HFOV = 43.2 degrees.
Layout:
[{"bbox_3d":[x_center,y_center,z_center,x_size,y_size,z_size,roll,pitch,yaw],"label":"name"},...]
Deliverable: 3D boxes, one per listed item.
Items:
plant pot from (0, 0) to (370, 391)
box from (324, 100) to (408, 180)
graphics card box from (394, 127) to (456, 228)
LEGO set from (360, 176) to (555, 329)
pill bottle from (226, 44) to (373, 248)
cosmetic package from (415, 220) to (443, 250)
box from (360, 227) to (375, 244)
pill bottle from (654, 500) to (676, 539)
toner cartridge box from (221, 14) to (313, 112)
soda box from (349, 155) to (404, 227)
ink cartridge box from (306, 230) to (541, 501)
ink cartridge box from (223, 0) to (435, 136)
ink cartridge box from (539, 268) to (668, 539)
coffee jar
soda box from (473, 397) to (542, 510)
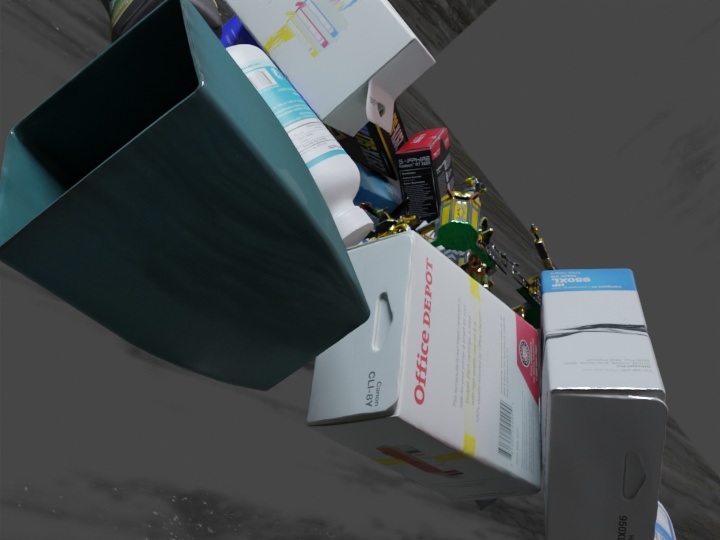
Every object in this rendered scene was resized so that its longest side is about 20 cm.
[{"bbox_3d":[-0.091,-0.029,0.553,0.200,0.141,0.141,46,13,-36],"label":"plant pot"},{"bbox_3d":[-0.026,-0.193,1.129,0.160,0.049,0.200,24,-10,15],"label":"box"},{"bbox_3d":[0.093,-0.070,1.153,0.125,0.051,0.200,-55,136,-66],"label":"graphics card box"},{"bbox_3d":[0.102,-0.018,0.876,0.200,0.154,0.116,33,43,-24],"label":"LEGO set"},{"bbox_3d":[-0.076,-0.096,0.820,0.200,0.111,0.111,52,14,9],"label":"pill bottle"},{"bbox_3d":[0.109,0.045,1.071,0.200,0.083,0.051,48,16,-2],"label":"cosmetic package"},{"bbox_3d":[0.000,0.000,0.931,0.117,0.048,0.200,41,18,-29],"label":"box"},{"bbox_3d":[0.229,0.255,0.821,0.112,0.112,0.200,50,14,5],"label":"pill bottle"},{"bbox_3d":[-0.120,-0.190,0.966,0.043,0.095,0.200,35,20,-44],"label":"toner cartridge box"},{"bbox_3d":[-0.005,-0.090,1.117,0.068,0.064,0.200,55,14,21],"label":"soda box"},{"bbox_3d":[0.057,0.080,0.703,0.200,0.083,0.145,36,50,-43],"label":"ink cartridge box"},{"bbox_3d":[-0.022,-0.242,0.949,0.200,0.125,0.129,51,13,7],"label":"ink cartridge box"},{"bbox_3d":[0.190,0.105,0.745,0.200,0.084,0.145,-71,159,-63],"label":"ink cartridge box"},{"bbox_3d":[-0.206,-0.271,0.899,0.085,0.104,0.200,31,23,-45],"label":"coffee jar"},{"bbox_3d":[0.142,0.165,0.878,0.063,0.068,0.200,54,15,11],"label":"soda box"}]
